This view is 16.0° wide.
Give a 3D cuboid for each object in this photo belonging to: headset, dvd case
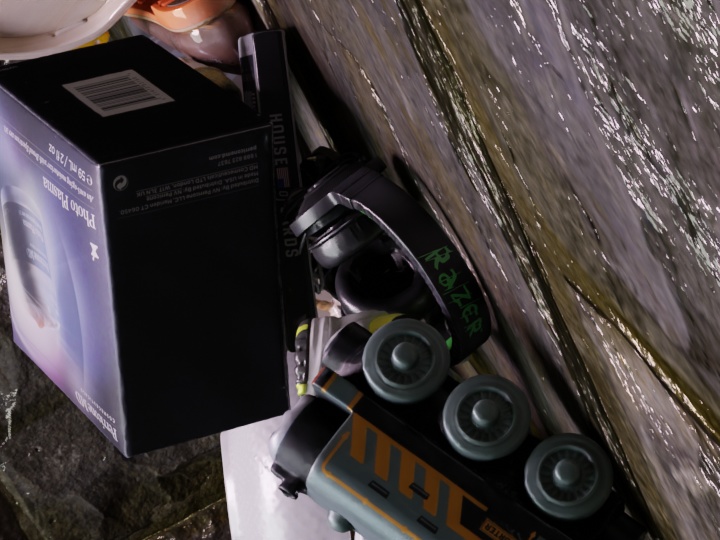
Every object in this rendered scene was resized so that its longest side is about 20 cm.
[{"bbox_3d":[0.015,-0.019,1.489,0.200,0.094,0.124,25,148,54],"label":"headset"},{"bbox_3d":[-0.053,-0.054,1.652,0.150,0.025,0.200,-148,51,-83],"label":"dvd case"}]

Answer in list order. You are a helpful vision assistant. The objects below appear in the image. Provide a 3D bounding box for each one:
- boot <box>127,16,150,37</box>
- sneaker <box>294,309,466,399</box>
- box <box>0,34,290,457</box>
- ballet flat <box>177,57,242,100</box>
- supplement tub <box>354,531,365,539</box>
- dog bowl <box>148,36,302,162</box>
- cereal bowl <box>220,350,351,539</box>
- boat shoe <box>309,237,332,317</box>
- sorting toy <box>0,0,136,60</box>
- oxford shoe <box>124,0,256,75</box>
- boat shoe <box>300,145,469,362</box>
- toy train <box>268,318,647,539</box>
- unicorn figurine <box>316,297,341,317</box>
[{"bbox_3d":[-0.125,-0.151,2.080,0.165,0.066,0.200,78,166,-69],"label":"boot"},{"bbox_3d":[0.030,0.097,1.463,0.200,0.076,0.075,57,-152,-47],"label":"sneaker"},{"bbox_3d":[-0.142,-0.018,1.616,0.200,0.123,0.198,36,136,55],"label":"box"},{"bbox_3d":[-0.120,-0.111,1.773,0.071,0.071,0.200,59,171,11],"label":"ballet flat"},{"bbox_3d":[0.061,0.179,1.685,0.132,0.132,0.200,59,174,8],"label":"supplement tub"},{"bbox_3d":[-0.126,-0.088,1.949,0.200,0.059,0.200,34,138,38],"label":"dog bowl"},{"bbox_3d":[-0.052,0.154,1.796,0.200,0.083,0.200,174,90,-87],"label":"cereal bowl"},{"bbox_3d":[-0.015,0.042,2.020,0.200,0.067,0.057,55,170,12],"label":"boat shoe"},{"bbox_3d":[-0.205,-0.262,1.780,0.107,0.200,0.180,22,-142,-40],"label":"sorting toy"},{"bbox_3d":[-0.119,-0.174,1.810,0.073,0.071,0.200,58,175,-19],"label":"oxford shoe"},{"bbox_3d":[0.000,0.000,1.657,0.200,0.062,0.075,57,174,32],"label":"boat shoe"},{"bbox_3d":[0.047,0.111,1.335,0.200,0.114,0.085,35,167,15],"label":"toy train"},{"bbox_3d":[0.033,0.091,1.880,0.200,0.074,0.137,43,159,22],"label":"unicorn figurine"}]
